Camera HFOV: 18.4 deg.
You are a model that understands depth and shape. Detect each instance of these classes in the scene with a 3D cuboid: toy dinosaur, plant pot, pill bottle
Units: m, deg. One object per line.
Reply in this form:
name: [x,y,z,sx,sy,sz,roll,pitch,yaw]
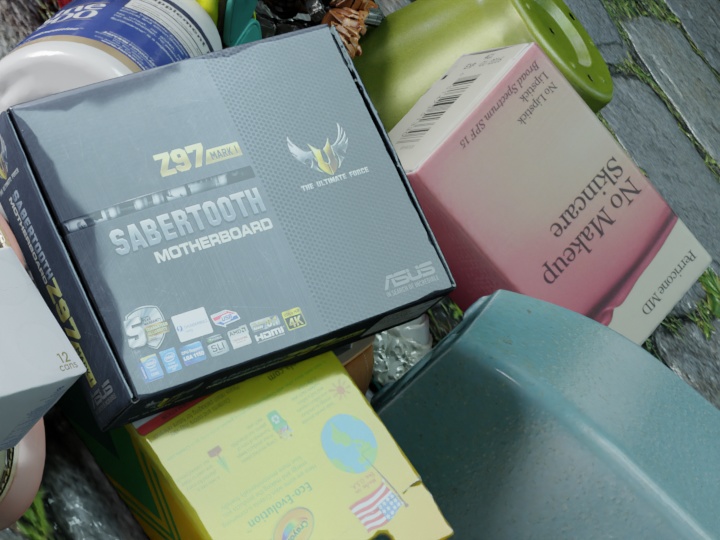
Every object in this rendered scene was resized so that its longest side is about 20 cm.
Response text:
toy dinosaur: [-0.037,-0.195,1.538,0.135,0.102,0.200,19,6,-22]
plant pot: [0.071,-0.119,1.605,0.200,0.193,0.201,43,23,-23]
plant pot: [0.095,0.129,1.279,0.200,0.196,0.196,46,21,0]
pill bottle: [-0.139,-0.098,1.244,0.111,0.111,0.200,49,21,-9]

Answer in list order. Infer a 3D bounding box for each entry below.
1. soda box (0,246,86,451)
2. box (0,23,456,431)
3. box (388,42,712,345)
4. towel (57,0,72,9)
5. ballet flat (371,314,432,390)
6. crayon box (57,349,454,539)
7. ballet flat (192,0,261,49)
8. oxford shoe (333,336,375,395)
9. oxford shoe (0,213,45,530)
soda box: [-0.208,0.049,0.865,0.200,0.064,0.068,-15,67,-51]
box: [-0.069,-0.026,1.106,0.200,0.051,0.158,-18,77,-33]
box: [0.113,-0.034,1.471,0.200,0.128,0.109,48,-18,-17]
towel: [-0.137,-0.231,1.377,0.200,0.022,0.145,-60,149,-35]
ballet flat: [0.000,0.000,1.446,0.200,0.072,0.072,55,21,4]
crayon box: [-0.060,0.087,1.120,0.127,0.051,0.200,-30,82,-36]
ballet flat: [-0.098,-0.156,1.396,0.067,0.067,0.200,31,-25,9]
oxford shoe: [-0.041,0.079,1.241,0.200,0.071,0.071,-28,119,-59]
oxford shoe: [-0.195,0.020,0.999,0.074,0.071,0.200,24,34,-46]
